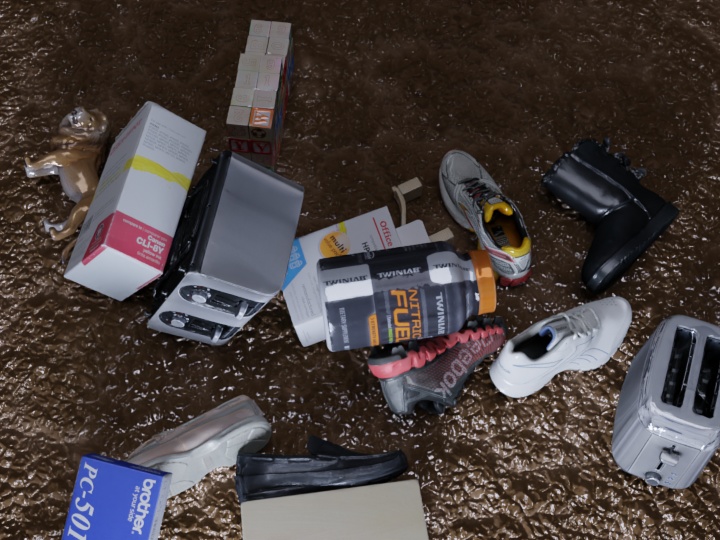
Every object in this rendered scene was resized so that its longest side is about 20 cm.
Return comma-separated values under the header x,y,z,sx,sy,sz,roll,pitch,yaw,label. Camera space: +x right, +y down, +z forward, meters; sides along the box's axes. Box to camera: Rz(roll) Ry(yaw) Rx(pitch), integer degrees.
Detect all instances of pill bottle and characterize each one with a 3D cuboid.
x,y,z,sx,sy,sz,roll,pitch,yaw,label
0.053,0.025,1.153,0.196,0.107,0.108,-9,61,-2,pill bottle

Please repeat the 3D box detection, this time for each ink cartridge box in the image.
x,y,z,sx,sy,sz,roll,pitch,yaw,label
0.000,0.000,1.258,0.197,0.068,0.117,-20,64,-2,ink cartridge box
-0.275,-0.083,1.251,0.083,0.145,0.203,25,63,-25,ink cartridge box
-0.268,0.304,1.071,0.092,0.044,0.204,12,84,5,ink cartridge box

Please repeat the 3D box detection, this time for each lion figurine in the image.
x,y,z,sx,sy,sz,roll,pitch,yaw,label
-0.367,-0.114,1.335,0.121,0.073,0.203,-17,77,-21,lion figurine

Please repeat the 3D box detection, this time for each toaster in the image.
x,y,z,sx,sy,sz,roll,pitch,yaw,label
0.366,0.141,1.172,0.112,0.130,0.202,20,62,8,toaster
-0.163,-0.027,1.209,0.117,0.181,0.203,22,58,-20,toaster

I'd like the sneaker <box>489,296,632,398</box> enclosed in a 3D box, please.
x,y,z,sx,sy,sz,roll,pitch,yaw,label
0.250,0.084,1.225,0.198,0.088,0.075,-27,63,-17,sneaker

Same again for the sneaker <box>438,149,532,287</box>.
x,y,z,sx,sy,sz,roll,pitch,yaw,label
0.168,-0.081,1.315,0.077,0.083,0.202,-24,64,-14,sneaker

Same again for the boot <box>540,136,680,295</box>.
x,y,z,sx,sy,sz,roll,pitch,yaw,label
0.304,-0.077,1.323,0.162,0.074,0.198,42,61,17,boot

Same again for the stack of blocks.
x,y,z,sx,sy,sz,roll,pitch,yaw,label
-0.132,-0.241,1.375,0.057,0.116,0.203,6,61,1,stack of blocks

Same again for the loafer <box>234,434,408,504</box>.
x,y,z,sx,sy,sz,roll,pitch,yaw,label
-0.045,0.220,1.150,0.197,0.068,0.072,-9,72,-2,loafer

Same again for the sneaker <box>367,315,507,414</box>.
x,y,z,sx,sy,sz,roll,pitch,yaw,label
0.100,0.114,1.214,0.198,0.070,0.100,-18,97,-33,sneaker

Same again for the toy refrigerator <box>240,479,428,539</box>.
x,y,z,sx,sy,sz,roll,pitch,yaw,label
-0.029,0.290,1.116,0.196,0.070,0.077,-7,55,-6,toy refrigerator

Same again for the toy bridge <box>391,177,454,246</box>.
x,y,z,sx,sy,sz,roll,pitch,yaw,label
0.089,-0.032,1.317,0.066,0.027,0.202,-24,64,-13,toy bridge

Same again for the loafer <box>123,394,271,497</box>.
x,y,z,sx,sy,sz,roll,pitch,yaw,label
-0.201,0.205,1.163,0.197,0.073,0.063,-21,47,-18,loafer
